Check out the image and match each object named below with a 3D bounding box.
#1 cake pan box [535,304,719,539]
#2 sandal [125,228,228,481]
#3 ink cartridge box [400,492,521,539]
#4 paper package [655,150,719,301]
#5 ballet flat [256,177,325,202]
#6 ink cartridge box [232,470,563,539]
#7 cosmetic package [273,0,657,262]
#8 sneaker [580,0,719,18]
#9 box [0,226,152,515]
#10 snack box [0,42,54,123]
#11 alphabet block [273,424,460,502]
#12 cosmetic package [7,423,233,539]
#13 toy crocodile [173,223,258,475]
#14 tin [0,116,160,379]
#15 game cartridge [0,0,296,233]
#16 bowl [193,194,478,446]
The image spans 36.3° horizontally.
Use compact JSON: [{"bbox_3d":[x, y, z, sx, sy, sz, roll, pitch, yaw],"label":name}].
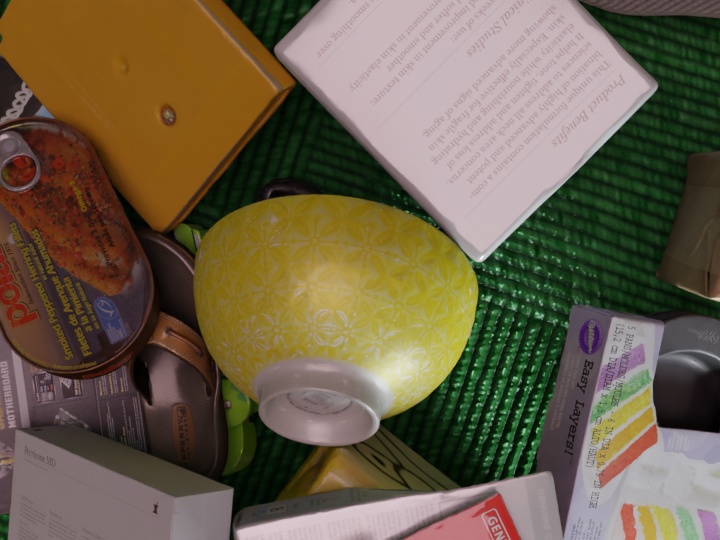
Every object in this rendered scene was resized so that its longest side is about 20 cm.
[{"bbox_3d":[0.221,0.128,0.817,0.184,0.052,0.201,11,94,-30],"label":"cake pan box"},{"bbox_3d":[-0.144,0.068,0.804,0.081,0.055,0.201,-5,92,15],"label":"sandal"},{"bbox_3d":[0.046,0.259,0.649,0.176,0.045,0.201,-26,94,3],"label":"ink cartridge box"},{"bbox_3d":[0.331,-0.012,0.771,0.199,0.191,0.104,16,95,3],"label":"paper package"},{"bbox_3d":[0.000,0.000,0.855,0.200,0.057,0.067,35,96,0],"label":"ballet flat"},{"bbox_3d":[0.032,0.214,0.691,0.199,0.047,0.161,-10,94,-2],"label":"ink cartridge box"},{"bbox_3d":[0.071,-0.136,0.787,0.167,0.166,0.200,-44,91,5],"label":"cosmetic package"},{"bbox_3d":[0.231,-0.243,0.829,0.199,0.074,0.082,12,65,7],"label":"sneaker"},{"bbox_3d":[-0.225,0.075,0.845,0.158,0.048,0.201,-9,92,-20],"label":"box"},{"bbox_3d":[-0.203,-0.134,0.864,0.199,0.037,0.117,-12,94,3],"label":"snack box"},{"bbox_3d":[0.009,0.247,0.807,0.200,0.195,0.197,37,93,0],"label":"alphabet block"},{"bbox_3d":[-0.168,0.197,0.735,0.200,0.052,0.152,9,97,45],"label":"cosmetic package"},{"bbox_3d":[-0.117,0.061,0.860,0.061,0.068,0.201,-12,93,11],"label":"toy crocodile"},{"bbox_3d":[-0.217,-0.016,0.781,0.112,0.042,0.201,-25,73,-9],"label":"tin"},{"bbox_3d":[-0.161,-0.150,0.783,0.200,0.032,0.176,50,129,2],"label":"game cartridge"},{"bbox_3d":[-0.021,0.052,0.736,0.199,0.200,0.108,4,55,2],"label":"bowl"}]
